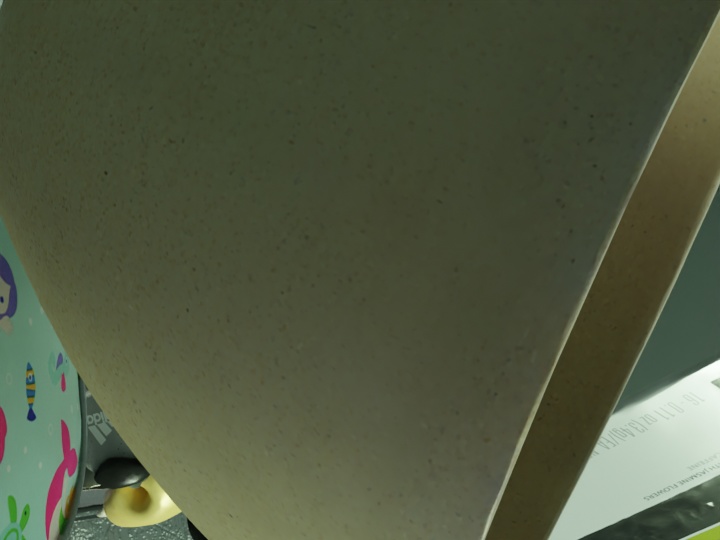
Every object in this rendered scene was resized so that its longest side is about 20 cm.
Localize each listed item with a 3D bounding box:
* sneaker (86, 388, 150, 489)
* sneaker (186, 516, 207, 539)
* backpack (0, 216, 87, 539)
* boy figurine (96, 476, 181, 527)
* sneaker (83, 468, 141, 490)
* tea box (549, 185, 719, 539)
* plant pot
[{"bbox_3d":[-0.105,0.025,0.812,0.074,0.117,0.200,-9,172,22],"label":"sneaker"},{"bbox_3d":[-0.013,0.034,0.829,0.201,0.075,0.079,-63,175,32],"label":"sneaker"},{"bbox_3d":[-0.151,0.018,0.532,0.149,0.180,0.200,-6,176,11],"label":"backpack"},{"bbox_3d":[-0.105,0.069,1.063,0.199,0.126,0.064,12,-170,42],"label":"boy figurine"},{"bbox_3d":[-0.077,0.041,0.982,0.198,0.107,0.075,-12,171,15],"label":"sneaker"},{"bbox_3d":[0.162,0.028,0.713,0.196,0.135,0.200,29,140,-27],"label":"tea box"},{"bbox_3d":[0.001,-0.031,0.440,0.134,0.202,0.200,25,178,12],"label":"plant pot"}]
